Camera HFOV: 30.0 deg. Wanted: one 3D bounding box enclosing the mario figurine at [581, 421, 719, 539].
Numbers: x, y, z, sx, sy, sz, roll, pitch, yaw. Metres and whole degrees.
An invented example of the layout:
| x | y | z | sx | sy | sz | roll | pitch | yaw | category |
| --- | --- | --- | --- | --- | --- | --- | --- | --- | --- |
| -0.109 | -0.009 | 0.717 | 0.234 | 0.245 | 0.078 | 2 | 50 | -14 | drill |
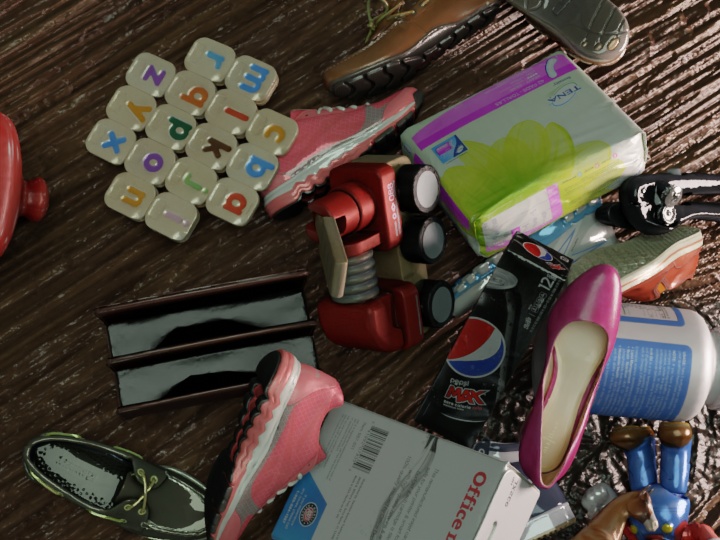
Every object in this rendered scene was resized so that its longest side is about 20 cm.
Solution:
| x | y | z | sx | sy | sz | roll | pitch | yaw | category |
| --- | --- | --- | --- | --- | --- | --- | --- | --- | --- |
| 0.284 | 0.246 | 1.284 | 0.106 | 0.123 | 0.200 | 0 | 77 | -18 | mario figurine |

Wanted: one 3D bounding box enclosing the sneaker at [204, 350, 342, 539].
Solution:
| x | y | z | sx | sy | sz | roll | pitch | yaw | category |
| --- | --- | --- | --- | --- | --- | --- | --- | --- | --- |
| -0.078 | 0.175 | 1.219 | 0.087 | 0.074 | 0.200 | 20 | 104 | -17 | sneaker |

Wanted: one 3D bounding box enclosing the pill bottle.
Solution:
| x | y | z | sx | sy | sz | roll | pitch | yaw | category |
| --- | --- | --- | --- | --- | --- | --- | --- | --- | --- |
| 0.274 | 0.089 | 1.308 | 0.200 | 0.112 | 0.112 | 6 | 81 | -3 | pill bottle |

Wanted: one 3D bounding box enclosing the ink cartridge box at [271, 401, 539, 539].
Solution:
| x | y | z | sx | sy | sz | roll | pitch | yaw | category |
| --- | --- | --- | --- | --- | --- | --- | --- | --- | --- |
| 0.040 | 0.222 | 1.227 | 0.200 | 0.084 | 0.145 | 17 | 74 | 37 | ink cartridge box |

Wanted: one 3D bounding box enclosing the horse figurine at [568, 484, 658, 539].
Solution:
| x | y | z | sx | sy | sz | roll | pitch | yaw | category |
| --- | --- | --- | --- | --- | --- | --- | --- | --- | --- |
| 0.199 | 0.295 | 1.263 | 0.050 | 0.200 | 0.133 | 30 | 37 | -34 | horse figurine |

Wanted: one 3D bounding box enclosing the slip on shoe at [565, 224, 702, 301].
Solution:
| x | y | z | sx | sy | sz | roll | pitch | yaw | category |
| --- | --- | --- | --- | --- | --- | --- | --- | --- | --- |
| 0.270 | 0.004 | 1.306 | 0.200 | 0.074 | 0.061 | -20 | 114 | -46 | slip on shoe |

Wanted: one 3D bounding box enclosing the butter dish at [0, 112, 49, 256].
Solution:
| x | y | z | sx | sy | sz | roll | pitch | yaw | category |
| --- | --- | --- | --- | --- | --- | --- | --- | --- | --- |
| -0.366 | -0.074 | 1.258 | 0.148 | 0.199 | 0.200 | 7 | 81 | -27 | butter dish |

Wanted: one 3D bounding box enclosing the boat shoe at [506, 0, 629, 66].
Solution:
| x | y | z | sx | sy | sz | roll | pitch | yaw | category |
| --- | --- | --- | --- | --- | --- | --- | --- | --- | --- |
| 0.194 | -0.278 | 1.381 | 0.076 | 0.072 | 0.200 | -41 | 73 | 2 | boat shoe |

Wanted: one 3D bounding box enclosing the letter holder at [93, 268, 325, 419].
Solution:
| x | y | z | sx | sy | sz | roll | pitch | yaw | category |
| --- | --- | --- | --- | --- | --- | --- | --- | --- | --- |
| -0.138 | 0.069 | 1.258 | 0.200 | 0.142 | 0.101 | -10 | 82 | -7 | letter holder |

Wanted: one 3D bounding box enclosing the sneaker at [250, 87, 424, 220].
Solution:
| x | y | z | sx | sy | sz | roll | pitch | yaw | category |
| --- | --- | --- | --- | --- | --- | --- | --- | --- | --- |
| -0.027 | -0.137 | 1.337 | 0.200 | 0.074 | 0.087 | -35 | 82 | -10 | sneaker |

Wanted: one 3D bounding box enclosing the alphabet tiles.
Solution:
| x | y | z | sx | sy | sz | roll | pitch | yaw | category |
| --- | --- | --- | --- | --- | --- | --- | --- | --- | --- |
| -0.167 | -0.131 | 1.330 | 0.195 | 0.015 | 0.200 | 25 | 79 | 17 | alphabet tiles |

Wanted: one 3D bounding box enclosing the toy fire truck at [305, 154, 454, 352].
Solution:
| x | y | z | sx | sy | sz | roll | pitch | yaw | category |
| --- | --- | --- | --- | --- | --- | --- | --- | --- | --- |
| 0.000 | 0.000 | 1.222 | 0.200 | 0.129 | 0.176 | -27 | 115 | -47 | toy fire truck |

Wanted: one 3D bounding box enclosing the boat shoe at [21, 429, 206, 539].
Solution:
| x | y | z | sx | sy | sz | roll | pitch | yaw | category |
| --- | --- | --- | --- | --- | --- | --- | --- | --- | --- |
| -0.225 | 0.206 | 1.270 | 0.201 | 0.060 | 0.072 | 22 | 80 | -1 | boat shoe |

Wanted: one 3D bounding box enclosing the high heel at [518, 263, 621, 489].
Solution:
| x | y | z | sx | sy | sz | roll | pitch | yaw | category |
| --- | --- | --- | --- | --- | --- | --- | --- | --- | --- |
| 0.190 | 0.095 | 1.198 | 0.067 | 0.096 | 0.200 | 23 | 105 | -9 | high heel |

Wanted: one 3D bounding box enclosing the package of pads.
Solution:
| x | y | z | sx | sy | sz | roll | pitch | yaw | category |
| --- | --- | --- | --- | --- | --- | --- | --- | --- | --- |
| 0.162 | -0.116 | 1.321 | 0.200 | 0.068 | 0.155 | -29 | 52 | -8 | package of pads |

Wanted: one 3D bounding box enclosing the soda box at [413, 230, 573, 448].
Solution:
| x | y | z | sx | sy | sz | roll | pitch | yaw | category |
| --- | --- | --- | --- | --- | --- | --- | --- | --- | --- |
| 0.125 | 0.067 | 1.272 | 0.063 | 0.071 | 0.200 | 28 | 111 | 5 | soda box |

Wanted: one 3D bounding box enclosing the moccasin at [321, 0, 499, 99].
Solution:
| x | y | z | sx | sy | sz | roll | pitch | yaw | category |
| --- | --- | --- | --- | --- | --- | --- | --- | --- | --- |
| 0.044 | -0.243 | 1.360 | 0.201 | 0.074 | 0.078 | -36 | 77 | -7 | moccasin |

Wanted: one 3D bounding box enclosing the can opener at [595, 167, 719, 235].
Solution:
| x | y | z | sx | sy | sz | roll | pitch | yaw | category |
| --- | --- | --- | --- | --- | --- | --- | --- | --- | --- |
| 0.330 | -0.073 | 1.341 | 0.200 | 0.079 | 0.064 | -7 | 105 | -29 | can opener |

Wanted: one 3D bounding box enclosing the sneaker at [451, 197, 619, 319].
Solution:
| x | y | z | sx | sy | sz | roll | pitch | yaw | category |
| --- | --- | --- | --- | --- | --- | --- | --- | --- | --- |
| 0.176 | 0.003 | 1.336 | 0.200 | 0.075 | 0.087 | -32 | 91 | -9 | sneaker |

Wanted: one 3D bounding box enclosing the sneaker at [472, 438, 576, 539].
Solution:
| x | y | z | sx | sy | sz | roll | pitch | yaw | category |
| --- | --- | --- | --- | --- | --- | --- | --- | --- | --- |
| 0.095 | 0.231 | 1.293 | 0.200 | 0.070 | 0.109 | -21 | 80 | -6 | sneaker |
